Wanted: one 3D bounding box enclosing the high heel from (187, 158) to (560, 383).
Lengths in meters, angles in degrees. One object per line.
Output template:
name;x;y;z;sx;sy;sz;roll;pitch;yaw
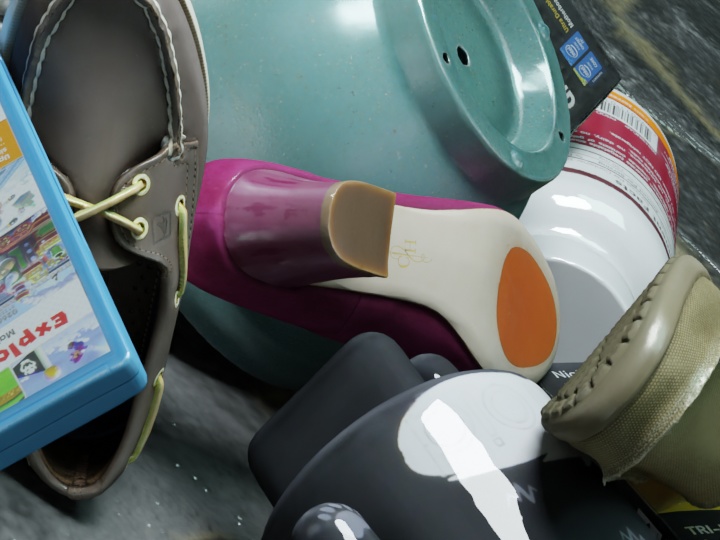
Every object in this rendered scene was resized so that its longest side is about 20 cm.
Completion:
high heel;0.000;0.000;0.950;0.200;0.096;0.068;33;64;-53

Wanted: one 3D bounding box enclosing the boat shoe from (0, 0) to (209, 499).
boat shoe;-0.087;-0.015;0.831;0.071;0.201;0.060;4;36;-8

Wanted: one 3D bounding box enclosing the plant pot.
plant pot;0.001;-0.067;1.026;0.200;0.134;0.201;40;38;-42

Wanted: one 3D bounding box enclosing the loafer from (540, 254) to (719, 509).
loafer;0.117;0.042;0.874;0.067;0.076;0.200;42;13;11

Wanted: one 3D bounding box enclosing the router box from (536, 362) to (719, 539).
router box;0.177;0.091;1.000;0.199;0.052;0.157;0;25;-24

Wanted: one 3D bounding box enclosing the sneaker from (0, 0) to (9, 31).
sneaker;-0.100;-0.080;0.932;0.077;0.201;0.091;14;6;17

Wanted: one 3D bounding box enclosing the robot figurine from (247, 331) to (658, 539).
robot figurine;0.042;0.117;0.866;0.150;0.125;0.200;-18;56;-30

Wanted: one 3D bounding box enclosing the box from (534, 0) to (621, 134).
box;0.011;-0.146;1.150;0.200;0.049;0.159;54;-24;-21

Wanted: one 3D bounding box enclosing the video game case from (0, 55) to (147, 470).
video game case;-0.160;-0.004;0.767;0.200;0.143;0.018;61;-1;40

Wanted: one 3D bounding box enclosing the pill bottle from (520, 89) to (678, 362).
pill bottle;0.089;-0.006;1.166;0.113;0.113;0.200;37;24;-7
